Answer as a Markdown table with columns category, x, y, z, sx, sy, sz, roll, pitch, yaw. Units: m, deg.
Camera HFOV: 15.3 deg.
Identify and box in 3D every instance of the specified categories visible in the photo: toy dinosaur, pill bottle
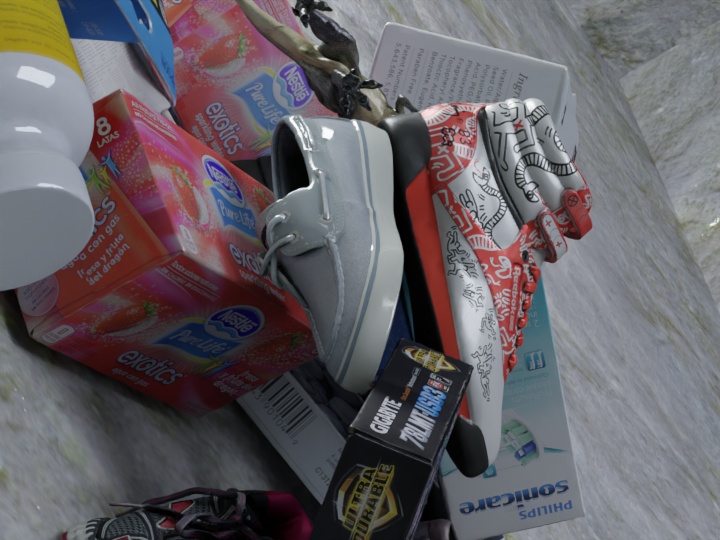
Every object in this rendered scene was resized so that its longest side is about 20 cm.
| category | x | y | z | sx | sy | sz | roll | pitch | yaw |
| --- | --- | --- | --- | --- | --- | --- | --- | --- | --- |
| toy dinosaur | -0.015 | -0.118 | 1.536 | 0.200 | 0.047 | 0.088 | 45 | -9 | 6 |
| pill bottle | -0.192 | -0.094 | 1.282 | 0.112 | 0.112 | 0.201 | 40 | 24 | -56 |

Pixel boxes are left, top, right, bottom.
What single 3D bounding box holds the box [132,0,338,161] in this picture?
| category | x | y | z | sx | sy | sz | roll | pitch | yaw |
| --- | --- | --- | --- | --- | --- | --- | --- | --- | --- |
| box | -0.086 | -0.136 | 1.694 | 0.103 | 0.094 | 0.200 | 57 | -4 | 33 |

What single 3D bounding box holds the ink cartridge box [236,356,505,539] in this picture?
| category | x | y | z | sx | sy | sz | roll | pitch | yaw |
| --- | --- | --- | --- | --- | --- | --- | --- | --- | --- |
| ink cartridge box | 0.006 | 0.113 | 1.673 | 0.198 | 0.043 | 0.200 | 50 | 11 | 7 |

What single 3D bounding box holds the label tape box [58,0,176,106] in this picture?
| category | x | y | z | sx | sy | sz | roll | pitch | yaw |
| --- | --- | --- | --- | --- | --- | --- | --- | --- | --- |
| label tape box | -0.161 | -0.196 | 1.440 | 0.143 | 0.066 | 0.201 | 59 | 16 | -61 |

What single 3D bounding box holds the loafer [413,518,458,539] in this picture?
| category | x | y | z | sx | sy | sz | roll | pitch | yaw |
| --- | --- | --- | --- | --- | --- | --- | --- | --- | --- |
| loafer | 0.069 | 0.235 | 1.529 | 0.201 | 0.063 | 0.072 | 59 | 13 | -6 |

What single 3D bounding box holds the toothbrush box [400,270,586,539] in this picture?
| category | x | y | z | sx | sy | sz | roll | pitch | yaw |
| --- | --- | --- | --- | --- | --- | --- | --- | --- | --- |
| toothbrush box | 0.069 | 0.039 | 1.603 | 0.147 | 0.085 | 0.201 | -105 | -176 | -70 |

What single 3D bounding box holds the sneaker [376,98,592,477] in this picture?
| category | x | y | z | sx | sy | sz | roll | pitch | yaw |
| --- | --- | --- | --- | --- | --- | --- | --- | --- | --- |
| sneaker | 0.080 | 0.005 | 1.461 | 0.067 | 0.107 | 0.203 | 147 | -68 | -77 |

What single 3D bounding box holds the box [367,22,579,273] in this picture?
| category | x | y | z | sx | sy | sz | roll | pitch | yaw |
| --- | --- | --- | --- | --- | --- | --- | --- | --- | --- |
| box | 0.060 | -0.038 | 1.802 | 0.199 | 0.130 | 0.201 | 55 | 50 | -79 |

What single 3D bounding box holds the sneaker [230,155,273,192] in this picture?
| category | x | y | z | sx | sy | sz | roll | pitch | yaw |
| --- | --- | --- | --- | --- | --- | --- | --- | --- | --- |
| sneaker | -0.070 | -0.009 | 1.616 | 0.200 | 0.090 | 0.076 | -109 | -162 | -65 |

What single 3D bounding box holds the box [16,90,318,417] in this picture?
| category | x | y | z | sx | sy | sz | roll | pitch | yaw |
| --- | --- | --- | --- | --- | --- | --- | --- | --- | --- |
| box | -0.105 | -0.005 | 1.424 | 0.200 | 0.094 | 0.103 | 35 | 30 | -62 |

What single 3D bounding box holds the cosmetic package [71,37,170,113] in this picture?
| category | x | y | z | sx | sy | sz | roll | pitch | yaw |
| --- | --- | --- | --- | --- | --- | --- | --- | --- | --- |
| cosmetic package | -0.167 | -0.101 | 1.527 | 0.083 | 0.050 | 0.200 | 61 | 12 | -7 |

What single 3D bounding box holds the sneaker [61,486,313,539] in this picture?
| category | x | y | z | sx | sy | sz | roll | pitch | yaw |
| --- | --- | --- | --- | --- | --- | --- | --- | --- | --- |
| sneaker | -0.083 | 0.138 | 1.288 | 0.081 | 0.074 | 0.200 | 61 | 14 | 3 |

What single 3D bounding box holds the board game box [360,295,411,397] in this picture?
| category | x | y | z | sx | sy | sz | roll | pitch | yaw |
| --- | --- | --- | --- | --- | --- | --- | --- | --- | --- |
| board game box | 0.000 | 0.000 | 1.564 | 0.200 | 0.034 | 0.136 | 87 | -10 | -83 |

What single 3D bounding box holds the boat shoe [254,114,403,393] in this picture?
| category | x | y | z | sx | sy | sz | roll | pitch | yaw |
| --- | --- | --- | --- | --- | --- | --- | --- | --- | --- |
| boat shoe | -0.021 | -0.012 | 1.381 | 0.071 | 0.070 | 0.201 | 12 | 36 | -12 |

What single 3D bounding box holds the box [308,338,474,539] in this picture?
| category | x | y | z | sx | sy | sz | roll | pitch | yaw |
| --- | --- | --- | --- | --- | --- | --- | --- | --- | --- |
| box | -0.004 | 0.150 | 1.328 | 0.049 | 0.201 | 0.199 | 21 | 14 | 3 |
